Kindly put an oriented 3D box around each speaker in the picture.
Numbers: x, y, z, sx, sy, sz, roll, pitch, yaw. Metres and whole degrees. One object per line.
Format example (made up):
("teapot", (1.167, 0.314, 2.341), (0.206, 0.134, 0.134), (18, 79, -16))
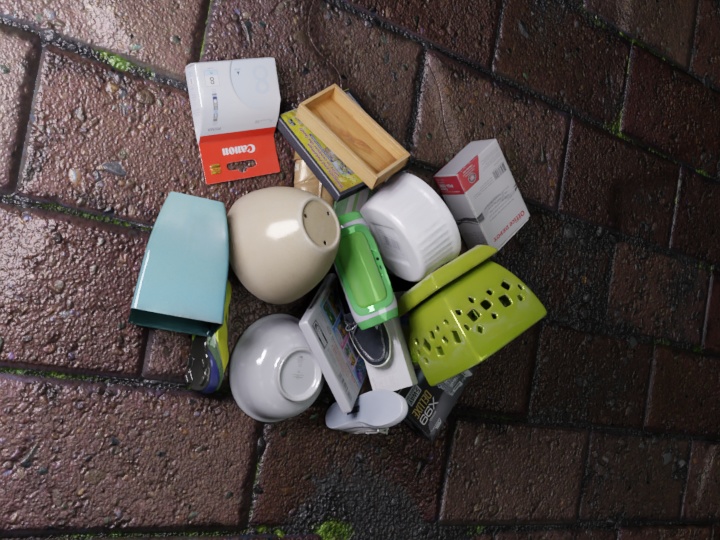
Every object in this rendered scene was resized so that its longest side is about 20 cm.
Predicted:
("speaker", (0.000, 0.000, 1.484), (0.088, 0.088, 0.203), (-19, 87, -35))

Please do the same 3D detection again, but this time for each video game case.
("video game case", (-0.041, 0.134, 1.554), (0.202, 0.023, 0.183), (65, 25, -21))
("video game case", (-0.032, -0.235, 1.520), (0.179, 0.026, 0.201), (-27, 71, -33))

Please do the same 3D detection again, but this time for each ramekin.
("ramekin", (0.088, -0.076, 1.566), (0.097, 0.200, 0.202), (-38, 115, -20))

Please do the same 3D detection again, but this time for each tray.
("tray", (-0.014, -0.244, 1.495), (0.200, 0.037, 0.098), (45, 54, 11))

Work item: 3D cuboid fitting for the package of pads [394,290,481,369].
("package of pads", (0.150, 0.117, 1.678), (0.197, 0.068, 0.157), (-6, 79, -20))

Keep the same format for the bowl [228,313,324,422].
("bowl", (-0.132, 0.184, 1.502), (0.199, 0.090, 0.205), (-3, 96, -38))

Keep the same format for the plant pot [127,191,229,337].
("plant pot", (-0.285, -0.012, 1.327), (0.139, 0.141, 0.203), (10, 74, -16))

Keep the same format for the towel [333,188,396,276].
("towel", (0.016, -0.087, 1.643), (0.198, 0.023, 0.155), (22, 79, -35))

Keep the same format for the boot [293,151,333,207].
("boot", (-0.058, -0.114, 1.549), (0.172, 0.066, 0.204), (5, 88, -15))

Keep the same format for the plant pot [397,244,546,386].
("plant pot", (0.196, 0.076, 1.560), (0.199, 0.199, 0.183), (-28, 83, -31))

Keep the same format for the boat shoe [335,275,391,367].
("boat shoe", (0.001, 0.088, 1.552), (0.062, 0.074, 0.203), (8, 62, -75))

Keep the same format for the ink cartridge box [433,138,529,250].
("ink cartridge box", (0.265, -0.160, 1.790), (0.147, 0.082, 0.202), (-41, 116, -27))

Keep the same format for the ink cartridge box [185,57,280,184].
("ink cartridge box", (-0.211, -0.263, 1.439), (0.158, 0.047, 0.203), (-15, 100, -36))

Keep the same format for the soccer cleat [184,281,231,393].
("soccer cleat", (-0.257, 0.112, 1.432), (0.084, 0.064, 0.203), (28, 70, -66))

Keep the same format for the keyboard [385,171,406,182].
("keyboard", (0.115, -0.148, 1.717), (0.200, 0.011, 0.057), (44, 61, -31))

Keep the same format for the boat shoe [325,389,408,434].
("boat shoe", (0.029, 0.281, 1.567), (0.086, 0.200, 0.076), (29, 54, -37))

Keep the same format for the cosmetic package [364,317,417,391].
("cosmetic package", (0.041, 0.134, 1.597), (0.051, 0.081, 0.203), (6, 67, -73))

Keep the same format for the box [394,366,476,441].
("box", (0.145, 0.232, 1.743), (0.158, 0.049, 0.201), (48, 64, -28))

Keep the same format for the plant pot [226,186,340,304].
("plant pot", (-0.110, -0.058, 1.387), (0.199, 0.133, 0.203), (22, 59, -42))
